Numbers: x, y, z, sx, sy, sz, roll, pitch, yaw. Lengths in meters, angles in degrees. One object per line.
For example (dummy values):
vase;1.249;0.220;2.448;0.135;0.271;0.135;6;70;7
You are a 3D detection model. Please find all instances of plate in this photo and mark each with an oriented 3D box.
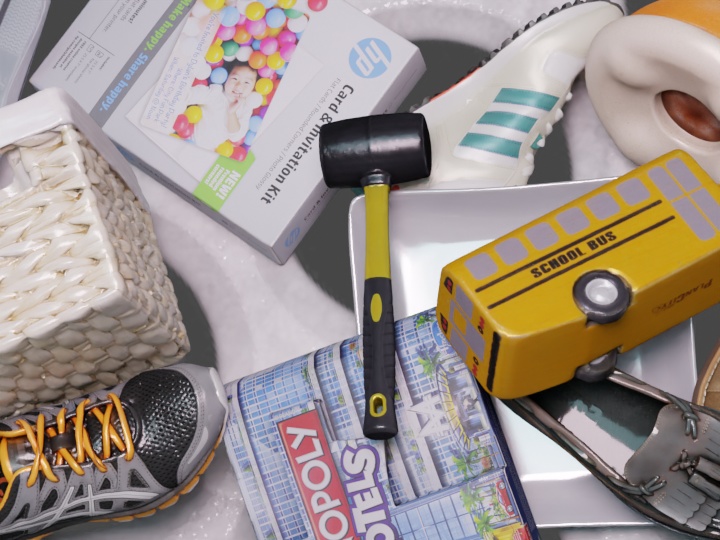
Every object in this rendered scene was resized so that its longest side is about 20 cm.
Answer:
plate;0.097;0.050;1.301;0.198;0.032;0.202;-4;87;8

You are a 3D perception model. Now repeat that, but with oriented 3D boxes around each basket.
basket;-0.183;0.001;1.262;0.135;0.200;0.124;-24;76;2

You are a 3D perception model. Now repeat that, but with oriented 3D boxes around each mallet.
mallet;0.000;0.000;1.260;0.065;0.041;0.201;1;63;12

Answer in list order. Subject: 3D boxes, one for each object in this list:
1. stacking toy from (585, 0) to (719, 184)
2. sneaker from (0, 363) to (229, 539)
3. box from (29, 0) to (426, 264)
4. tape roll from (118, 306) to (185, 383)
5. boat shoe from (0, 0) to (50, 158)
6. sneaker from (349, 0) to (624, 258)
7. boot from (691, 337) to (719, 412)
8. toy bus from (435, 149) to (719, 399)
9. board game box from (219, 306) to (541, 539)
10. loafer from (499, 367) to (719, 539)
stacking toy;0.238;-0.148;1.322;0.146;0.146;0.200;31;65;17
sneaker;-0.166;0.107;1.269;0.199;0.077;0.079;-27;65;12
box;-0.084;-0.122;1.402;0.199;0.041;0.156;35;82;17
tape roll;-0.207;0.052;1.370;0.201;0.037;0.205;-3;71;9
boat shoe;-0.244;-0.107;1.414;0.073;0.067;0.201;31;101;-5
sneaker;0.089;-0.080;1.352;0.199;0.070;0.094;-34;86;-3
boot;0.240;0.060;1.259;0.073;0.075;0.202;23;74;-29
toy bus;0.144;-0.003;1.218;0.199;0.065;0.078;-26;59;-20
board game box;-0.007;0.145;1.268;0.198;0.062;0.201;-21;88;9
loafer;0.147;0.091;1.228;0.199;0.063;0.072;30;93;20
